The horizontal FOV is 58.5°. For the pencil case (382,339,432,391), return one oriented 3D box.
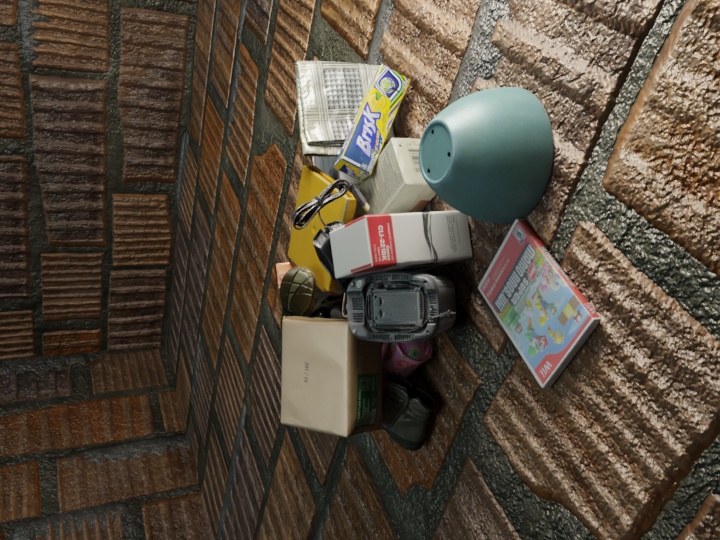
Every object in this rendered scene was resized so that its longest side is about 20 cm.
[{"bbox_3d":[0.067,0.178,1.232,0.201,0.086,0.088,-57,43,50],"label":"pencil case"}]

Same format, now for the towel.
[{"bbox_3d":[-0.030,-0.317,1.263,0.034,0.189,0.204,151,114,-66],"label":"towel"}]

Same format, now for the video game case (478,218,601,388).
[{"bbox_3d":[0.248,0.045,0.925,0.201,0.017,0.144,63,144,39],"label":"video game case"}]

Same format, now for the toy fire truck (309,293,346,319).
[{"bbox_3d":[-0.027,0.158,1.337,0.175,0.128,0.202,-19,102,49],"label":"toy fire truck"}]

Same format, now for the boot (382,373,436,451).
[{"bbox_3d":[0.048,0.241,1.207,0.198,0.068,0.132,23,127,22],"label":"boot"}]

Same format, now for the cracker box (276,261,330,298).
[{"bbox_3d":[-0.116,0.024,1.451,0.200,0.132,0.059,100,162,-77],"label":"cracker box"}]

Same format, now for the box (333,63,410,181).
[{"bbox_3d":[0.021,-0.273,1.200,0.203,0.064,0.070,-68,11,-10],"label":"box"}]

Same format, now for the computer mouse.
[{"bbox_3d":[-0.028,-0.060,1.144,0.201,0.140,0.046,53,160,-20],"label":"computer mouse"}]

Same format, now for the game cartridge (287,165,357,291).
[{"bbox_3d":[-0.078,-0.080,1.256,0.176,0.032,0.203,42,128,46],"label":"game cartridge"}]

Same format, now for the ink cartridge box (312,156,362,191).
[{"bbox_3d":[-0.037,-0.220,1.369,0.200,0.084,0.149,146,118,-72],"label":"ink cartridge box"}]

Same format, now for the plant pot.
[{"bbox_3d":[0.165,-0.170,0.946,0.199,0.133,0.204,11,102,62],"label":"plant pot"}]

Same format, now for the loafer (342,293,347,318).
[{"bbox_3d":[0.000,0.000,1.202,0.072,0.062,0.203,33,127,51],"label":"loafer"}]

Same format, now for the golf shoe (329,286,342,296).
[{"bbox_3d":[-0.035,-0.048,1.307,0.075,0.090,0.204,-55,-37,-79],"label":"golf shoe"}]

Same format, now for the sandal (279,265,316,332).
[{"bbox_3d":[-0.120,0.065,1.298,0.080,0.054,0.202,30,134,22],"label":"sandal"}]

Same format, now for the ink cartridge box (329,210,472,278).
[{"bbox_3d":[0.068,-0.044,1.081,0.144,0.197,0.085,-17,80,62],"label":"ink cartridge box"}]

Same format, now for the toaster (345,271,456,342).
[{"bbox_3d":[0.081,0.058,1.084,0.197,0.129,0.116,-4,90,27],"label":"toaster"}]

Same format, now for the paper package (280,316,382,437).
[{"bbox_3d":[-0.054,0.189,1.188,0.189,0.103,0.204,-1,87,43],"label":"paper package"}]

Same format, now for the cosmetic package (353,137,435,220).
[{"bbox_3d":[0.063,-0.145,1.202,0.200,0.086,0.105,-48,52,53],"label":"cosmetic package"}]
